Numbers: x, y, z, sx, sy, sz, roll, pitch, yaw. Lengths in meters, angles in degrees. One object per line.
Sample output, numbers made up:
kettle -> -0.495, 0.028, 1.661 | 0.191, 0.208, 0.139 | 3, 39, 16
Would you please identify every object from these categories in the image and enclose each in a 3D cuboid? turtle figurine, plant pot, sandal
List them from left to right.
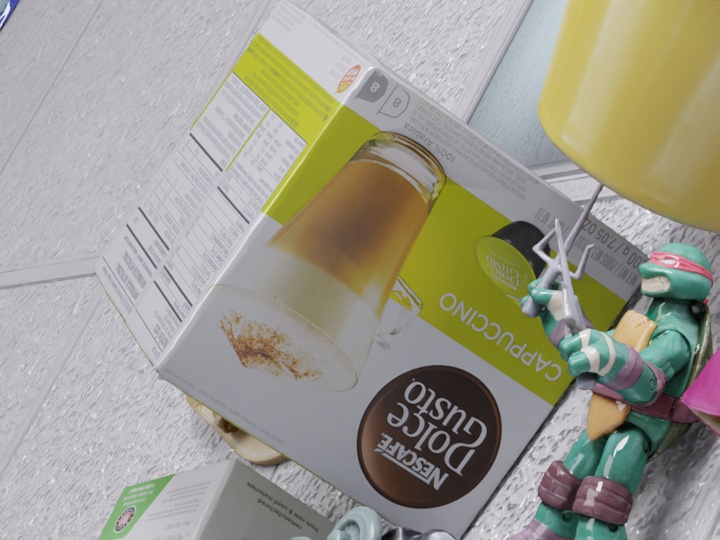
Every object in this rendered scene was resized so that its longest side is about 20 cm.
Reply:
sandal -> -0.086, 0.069, 1.740 | 0.078, 0.070, 0.212 | -58, 21, -7
turtle figurine -> 0.118, 0.053, 1.282 | 0.150, 0.100, 0.201 | 131, 156, -88
plant pot -> 0.182, -0.129, 1.311 | 0.201, 0.200, 0.189 | -99, 33, -61

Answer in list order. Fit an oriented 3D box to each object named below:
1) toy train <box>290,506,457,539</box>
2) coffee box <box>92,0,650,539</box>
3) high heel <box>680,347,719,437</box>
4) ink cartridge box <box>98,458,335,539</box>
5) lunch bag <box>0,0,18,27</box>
toy train -> -0.017, 0.199, 1.396 | 0.200, 0.085, 0.114 | -30, 45, 45
coffee box -> 0.000, 0.000, 1.476 | 0.198, 0.199, 0.200 | -55, 22, 4
high heel -> 0.169, 0.087, 1.153 | 0.096, 0.067, 0.200 | -31, 25, 28
ink cartridge box -> -0.116, 0.220, 1.559 | 0.146, 0.084, 0.200 | -19, 42, 58
lunch bag -> -0.456, -0.365, 3.048 | 0.200, 0.170, 0.127 | -57, 24, -4
